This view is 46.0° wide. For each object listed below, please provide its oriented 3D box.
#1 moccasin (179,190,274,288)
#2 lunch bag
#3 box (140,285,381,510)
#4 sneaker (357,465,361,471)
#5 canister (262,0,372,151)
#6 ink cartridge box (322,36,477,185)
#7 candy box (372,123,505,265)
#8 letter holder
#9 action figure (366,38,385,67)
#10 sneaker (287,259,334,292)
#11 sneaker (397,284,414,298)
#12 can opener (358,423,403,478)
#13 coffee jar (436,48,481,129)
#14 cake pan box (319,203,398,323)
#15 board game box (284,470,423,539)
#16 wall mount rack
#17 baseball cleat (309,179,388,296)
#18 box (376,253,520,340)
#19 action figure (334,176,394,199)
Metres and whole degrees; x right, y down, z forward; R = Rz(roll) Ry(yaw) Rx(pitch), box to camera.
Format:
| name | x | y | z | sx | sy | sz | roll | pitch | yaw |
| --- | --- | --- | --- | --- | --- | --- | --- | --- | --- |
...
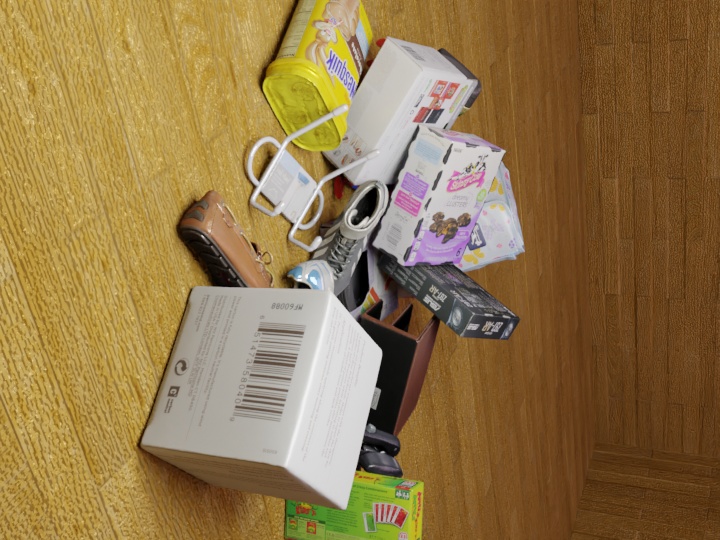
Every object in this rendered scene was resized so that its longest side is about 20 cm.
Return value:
| name | x | y | z | sx | sy | sz | roll | pitch | yaw |
| --- | --- | --- | --- | --- | --- | --- | --- | --- | --- |
| moccasin | -0.147 | -0.012 | 1.031 | 0.078 | 0.073 | 0.203 | -60 | 135 | -30 |
| lunch bag | 0.218 | -0.105 | 1.631 | 0.127 | 0.167 | 0.204 | 36 | 42 | -61 |
| box | -0.106 | 0.144 | 0.979 | 0.172 | 0.196 | 0.202 | 50 | 48 | -53 |
| sneaker | -0.036 | 0.288 | 1.309 | 0.201 | 0.059 | 0.106 | 61 | 35 | -54 |
| canister | -0.053 | -0.293 | 1.179 | 0.149 | 0.085 | 0.203 | 59 | 39 | -51 |
| ink cartridge box | 0.063 | -0.233 | 1.282 | 0.174 | 0.084 | 0.201 | -8 | 137 | -54 |
| candy box | 0.124 | -0.114 | 1.318 | 0.166 | 0.071 | 0.203 | -3 | 119 | -52 |
| letter holder | 0.052 | 0.148 | 1.367 | 0.142 | 0.099 | 0.203 | -41 | 148 | -57 |
| action figure | 0.055 | -0.308 | 1.436 | 0.200 | 0.051 | 0.066 | 56 | 50 | -60 |
| sneaker | -0.076 | 0.083 | 1.207 | 0.071 | 0.072 | 0.204 | -11 | 113 | -29 |
| sneaker | 0.108 | 0.009 | 1.558 | 0.200 | 0.087 | 0.083 | -38 | 126 | -59 |
| can opener | -0.016 | 0.247 | 1.238 | 0.198 | 0.078 | 0.064 | 29 | 90 | -32 |
| coffee jar | 0.102 | -0.255 | 1.376 | 0.104 | 0.200 | 0.086 | 37 | 26 | -13 |
| cake pan box | 0.000 | 0.000 | 1.368 | 0.199 | 0.051 | 0.188 | -29 | 116 | -61 |
| board game box | -0.011 | 0.341 | 1.204 | 0.047 | 0.196 | 0.104 | -1 | 94 | -65 |
| wall mount rack | -0.063 | -0.129 | 1.146 | 0.176 | 0.074 | 0.200 | -59 | 149 | -8 |
| baseball cleat | -0.026 | -0.041 | 1.208 | 0.203 | 0.069 | 0.106 | -64 | 178 | 9 |
| box | 0.144 | 0.034 | 1.368 | 0.159 | 0.200 | 0.044 | 8 | 118 | -53 |
| action figure | 0.025 | -0.136 | 1.390 | 0.199 | 0.064 | 0.053 | -20 | 103 | -62 |
